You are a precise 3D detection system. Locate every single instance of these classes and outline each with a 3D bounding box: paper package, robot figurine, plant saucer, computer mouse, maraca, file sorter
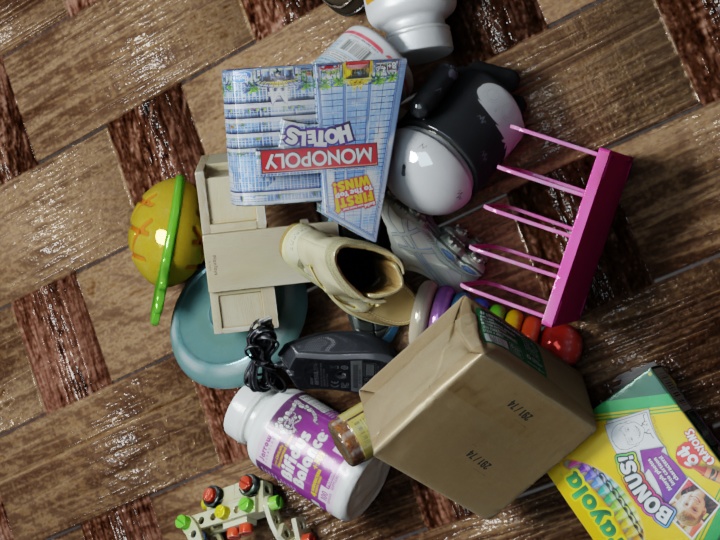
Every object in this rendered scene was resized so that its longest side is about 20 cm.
[{"bbox_3d":[0.131,0.156,1.487,0.191,0.200,0.104,-44,32,21],"label":"paper package"},{"bbox_3d":[0.108,-0.155,1.543,0.150,0.125,0.200,45,66,-11],"label":"robot figurine"},{"bbox_3d":[-0.163,0.054,1.709,0.200,0.027,0.201,-12,60,22],"label":"plant saucer"},{"bbox_3d":[-0.040,0.101,1.614,0.199,0.139,0.053,6,52,-2],"label":"computer mouse"},{"bbox_3d":[-0.251,-0.029,1.734,0.107,0.137,0.200,9,67,-8],"label":"maraca"},{"bbox_3d":[0.207,-0.054,1.508,0.125,0.139,0.200,20,98,19],"label":"file sorter"}]

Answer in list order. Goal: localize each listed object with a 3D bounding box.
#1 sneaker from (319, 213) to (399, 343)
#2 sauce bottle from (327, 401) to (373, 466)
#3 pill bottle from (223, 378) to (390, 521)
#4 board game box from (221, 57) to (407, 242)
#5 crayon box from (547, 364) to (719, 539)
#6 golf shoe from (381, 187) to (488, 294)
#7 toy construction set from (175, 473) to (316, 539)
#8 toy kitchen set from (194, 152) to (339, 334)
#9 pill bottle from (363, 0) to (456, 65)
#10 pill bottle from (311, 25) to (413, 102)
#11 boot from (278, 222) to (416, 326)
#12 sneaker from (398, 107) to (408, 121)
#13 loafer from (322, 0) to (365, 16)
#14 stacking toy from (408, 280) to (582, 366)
[{"bbox_3d":[0.000,0.000,1.663,0.082,0.073,0.200,1,103,63],"label":"sneaker"},{"bbox_3d":[0.059,0.159,1.580,0.200,0.066,0.066,-28,76,-12],"label":"sauce bottle"},{"bbox_3d":[-0.069,0.217,1.661,0.200,0.112,0.112,28,101,23],"label":"pill bottle"},{"bbox_3d":[-0.044,-0.128,1.470,0.200,0.062,0.200,-6,98,-11],"label":"board game box"},{"bbox_3d":[0.324,0.237,1.500,0.172,0.058,0.200,-40,73,20],"label":"crayon box"},{"bbox_3d":[0.055,-0.043,1.605,0.200,0.078,0.097,43,120,2],"label":"golf shoe"},{"bbox_3d":[-0.155,0.339,1.713,0.200,0.092,0.131,-13,59,17],"label":"toy construction set"},{"bbox_3d":[-0.112,-0.045,1.677,0.163,0.180,0.200,-6,102,-3],"label":"toy kitchen set"},{"bbox_3d":[0.055,-0.354,1.605,0.111,0.111,0.200,-12,85,25],"label":"pill bottle"},{"bbox_3d":[-0.039,-0.184,1.558,0.109,0.109,0.200,39,74,21],"label":"pill bottle"},{"bbox_3d":[0.016,0.015,1.537,0.073,0.200,0.155,-59,27,-8],"label":"boot"},{"bbox_3d":[-0.037,-0.166,1.667,0.200,0.075,0.105,13,90,21],"label":"sneaker"},{"bbox_3d":[-0.061,-0.402,1.682,0.073,0.071,0.200,-42,73,19],"label":"loafer"},{"bbox_3d":[0.161,0.069,1.562,0.200,0.085,0.086,11,94,12],"label":"stacking toy"}]
